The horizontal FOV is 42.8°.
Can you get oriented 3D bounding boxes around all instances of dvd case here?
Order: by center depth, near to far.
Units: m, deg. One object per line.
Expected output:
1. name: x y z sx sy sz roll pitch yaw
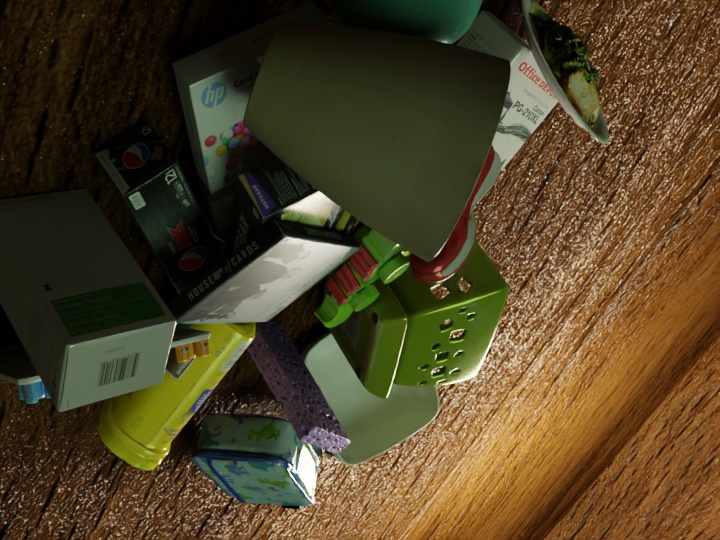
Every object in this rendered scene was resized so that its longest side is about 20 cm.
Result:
1. dvd case: -0.095 0.006 0.959 0.149 0.025 0.199 -37 167 16

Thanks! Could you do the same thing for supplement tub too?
1. supplement tub: -0.014 0.228 1.473 0.197 0.107 0.108 -25 146 -25

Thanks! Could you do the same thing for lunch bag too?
1. lunch bag: -0.152 0.283 1.353 0.157 0.084 0.201 3 149 14

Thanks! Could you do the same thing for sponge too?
1. sponge: -0.091 0.141 1.190 0.030 0.201 0.111 -39 151 8

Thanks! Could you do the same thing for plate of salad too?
1. plate of salad: 0.252 -0.245 1.090 0.048 0.203 0.199 -30 156 27

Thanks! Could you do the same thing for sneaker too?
1. sneaker: 0.090 -0.095 1.023 0.116 0.077 0.203 58 45 -45

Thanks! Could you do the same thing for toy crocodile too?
1. toy crocodile: 0.000 0.000 1.078 0.061 0.068 0.200 -29 168 -37

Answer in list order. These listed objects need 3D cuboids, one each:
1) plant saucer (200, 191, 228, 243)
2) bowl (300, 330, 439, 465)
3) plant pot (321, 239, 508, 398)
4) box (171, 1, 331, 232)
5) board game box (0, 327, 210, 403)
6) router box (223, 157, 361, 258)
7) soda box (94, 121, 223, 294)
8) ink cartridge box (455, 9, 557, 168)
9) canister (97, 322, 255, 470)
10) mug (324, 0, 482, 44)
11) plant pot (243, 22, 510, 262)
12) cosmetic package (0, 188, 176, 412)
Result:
1. plant saucer: -0.097 -0.113 1.027 0.198 0.032 0.202 -28 146 -21
2. bowl: 0.005 0.166 1.383 0.197 0.074 0.204 -25 103 -24
3. plant pot: 0.058 0.041 1.241 0.178 0.200 0.202 -16 143 -25
4. box: -0.097 -0.148 0.916 0.154 0.041 0.202 -29 146 -20
5. board game box: -0.283 0.090 0.942 0.197 0.198 0.026 -13 99 -38
6. router box: -0.060 -0.064 0.964 0.155 0.053 0.200 -29 166 -21
7. soda box: -0.199 -0.054 0.948 0.063 0.071 0.201 -33 149 -13
8. ink cartridge box: 0.146 -0.196 1.139 0.201 0.085 0.144 -51 148 17
9. canister: -0.211 0.111 1.076 0.086 0.149 0.201 36 100 -18
10. mug: 0.030 -0.284 0.862 0.153 0.183 0.116 -51 163 -38
11. plant pot: 0.004 -0.133 0.806 0.197 0.189 0.189 22 125 -6
12. cosmetic package: -0.264 0.021 0.844 0.106 0.200 0.086 -14 139 -39
